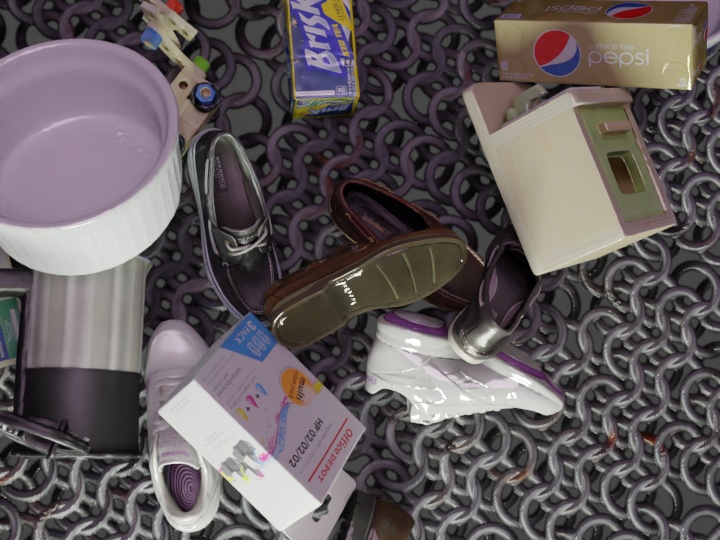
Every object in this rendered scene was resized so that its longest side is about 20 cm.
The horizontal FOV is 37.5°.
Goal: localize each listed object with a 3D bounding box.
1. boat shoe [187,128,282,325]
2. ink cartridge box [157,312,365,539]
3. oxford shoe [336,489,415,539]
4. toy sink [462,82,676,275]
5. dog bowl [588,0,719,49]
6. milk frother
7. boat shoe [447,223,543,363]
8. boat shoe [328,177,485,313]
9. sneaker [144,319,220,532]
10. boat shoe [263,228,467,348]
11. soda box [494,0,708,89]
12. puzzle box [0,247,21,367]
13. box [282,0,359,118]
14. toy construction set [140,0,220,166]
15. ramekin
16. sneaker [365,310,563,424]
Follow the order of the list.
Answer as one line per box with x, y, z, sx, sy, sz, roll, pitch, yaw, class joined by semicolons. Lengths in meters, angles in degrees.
-0.121;-0.038;1.023;0.072;0.071;0.201;-21;100;-17;boat shoe
-0.073;0.152;0.976;0.200;0.068;0.115;46;37;-7;ink cartridge box
0.004;0.317;0.996;0.084;0.073;0.201;20;80;-7;oxford shoe
0.208;-0.114;1.041;0.130;0.112;0.201;-11;78;-51;toy sink
0.314;-0.317;1.130;0.199;0.079;0.201;1;81;-6;dog bowl
-0.258;0.071;0.933;0.180;0.200;0.189;7;79;-35;milk frother
0.146;0.012;1.022;0.067;0.057;0.200;41;45;-7;boat shoe
0.054;-0.024;1.059;0.199;0.070;0.071;31;75;-2;boat shoe
-0.163;0.142;0.993;0.074;0.100;0.201;-8;80;-5;sneaker
0.000;0.000;1.005;0.199;0.068;0.072;-21;127;-5;boat shoe
0.238;-0.227;1.056;0.199;0.068;0.064;9;36;28;soda box
-0.394;0.005;0.987;0.132;0.025;0.201;-15;93;-31;puzzle box
-0.044;-0.262;1.090;0.070;0.064;0.201;-4;80;-7;box
-0.216;-0.167;1.049;0.131;0.092;0.201;33;90;0;toy construction set
-0.249;-0.094;0.919;0.199;0.098;0.202;0;60;1;ramekin
0.099;0.110;1.044;0.199;0.075;0.100;20;101;-4;sneaker
